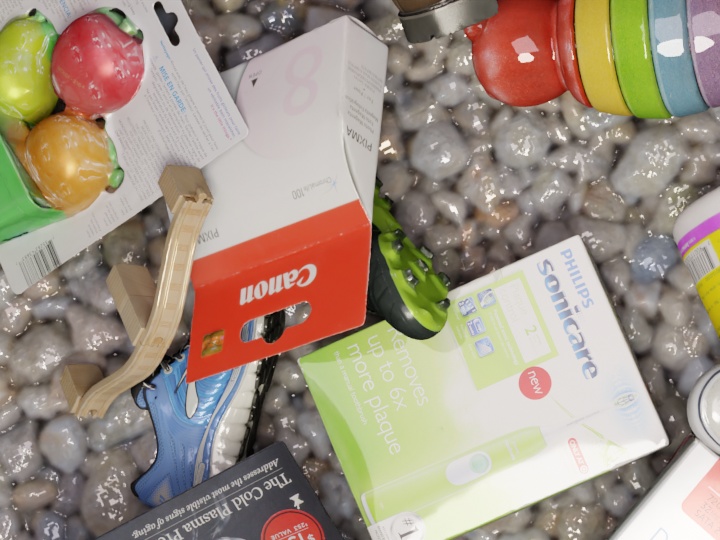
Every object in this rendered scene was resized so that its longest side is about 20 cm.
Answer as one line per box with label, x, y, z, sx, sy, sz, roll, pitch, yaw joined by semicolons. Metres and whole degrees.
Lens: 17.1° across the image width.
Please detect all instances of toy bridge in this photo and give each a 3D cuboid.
toy bridge;-0.141;0.024;1.543;0.200;0.027;0.067;-60;40;33

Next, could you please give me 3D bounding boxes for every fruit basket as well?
fruit basket;-0.187;-0.112;1.572;0.200;0.094;0.186;-33;74;12

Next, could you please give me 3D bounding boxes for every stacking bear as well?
stacking bear;0.167;-0.150;1.528;0.199;0.122;0.114;-5;53;20

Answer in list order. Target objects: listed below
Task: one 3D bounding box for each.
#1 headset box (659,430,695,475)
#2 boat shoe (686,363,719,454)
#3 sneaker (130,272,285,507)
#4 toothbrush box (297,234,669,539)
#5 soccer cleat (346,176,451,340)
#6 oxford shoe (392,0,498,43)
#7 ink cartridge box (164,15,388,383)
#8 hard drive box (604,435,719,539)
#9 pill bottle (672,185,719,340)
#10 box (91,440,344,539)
headset box;0.229;0.207;1.515;0.148;0.075;0.200;32;92;9
boat shoe;0.294;0.095;1.386;0.201;0.086;0.075;15;86;-10
sneaker;-0.105;0.068;1.573;0.089;0.079;0.201;15;90;7
toothbrush box;0.081;0.084;1.540;0.199;0.086;0.146;-23;83;5
soccer cleat;0.000;0.000;1.520;0.067;0.200;0.081;37;102;-31
oxford shoe;0.105;-0.223;1.510;0.199;0.073;0.085;-27;107;-7
ink cartridge box;-0.060;-0.045;1.512;0.162;0.057;0.201;-20;49;39
hard drive box;0.197;0.224;1.442;0.156;0.077;0.200;40;93;8
pill bottle;0.279;0.039;1.492;0.104;0.104;0.201;-24;77;7
box;-0.089;0.238;1.458;0.199;0.104;0.182;-27;71;-20
